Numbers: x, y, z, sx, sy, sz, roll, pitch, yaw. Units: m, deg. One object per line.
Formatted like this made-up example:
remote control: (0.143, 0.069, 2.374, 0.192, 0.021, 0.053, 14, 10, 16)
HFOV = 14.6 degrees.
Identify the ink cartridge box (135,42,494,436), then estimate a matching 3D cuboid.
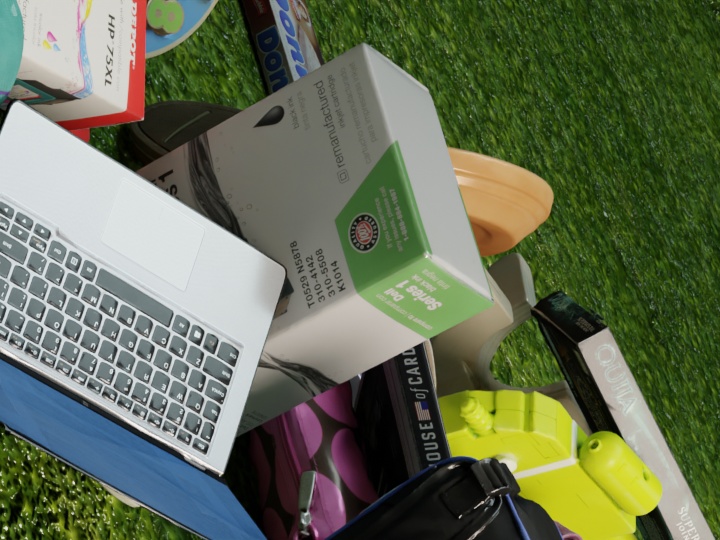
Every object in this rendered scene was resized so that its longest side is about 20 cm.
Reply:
ink cartridge box: (-0.044, -0.010, 1.561, 0.084, 0.200, 0.146, 32, 35, -54)

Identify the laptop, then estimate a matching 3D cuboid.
laptop: (-0.102, 0.034, 1.376, 0.187, 0.116, 0.200, 33, 62, -30)

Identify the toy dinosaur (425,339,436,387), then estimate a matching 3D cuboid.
toy dinosaur: (0.000, 0.000, 1.735, 0.200, 0.106, 0.060, 34, 19, 20)

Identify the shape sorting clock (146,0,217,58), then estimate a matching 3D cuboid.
shape sorting clock: (-0.136, -0.226, 1.692, 0.200, 0.039, 0.201, -9, 103, -45)

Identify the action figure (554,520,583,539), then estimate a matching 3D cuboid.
action figure: (0.097, 0.189, 1.743, 0.149, 0.134, 0.200, -91, 166, -54)

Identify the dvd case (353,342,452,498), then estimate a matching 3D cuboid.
dvd case: (0.022, 0.133, 1.654, 0.200, 0.025, 0.151, 104, -22, -53)

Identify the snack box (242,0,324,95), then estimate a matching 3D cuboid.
snack box: (-0.040, -0.119, 2.002, 0.072, 0.024, 0.200, 30, 38, -58)

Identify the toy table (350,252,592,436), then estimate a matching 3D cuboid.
toy table: (0.070, 0.076, 1.899, 0.200, 0.117, 0.184, 44, 27, -49)

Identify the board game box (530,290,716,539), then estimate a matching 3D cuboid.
board game box: (0.179, 0.115, 1.848, 0.200, 0.028, 0.135, 63, -4, -14)

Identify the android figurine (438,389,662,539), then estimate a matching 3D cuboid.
android figurine: (0.093, 0.138, 1.773, 0.200, 0.182, 0.041, 49, 35, -44)

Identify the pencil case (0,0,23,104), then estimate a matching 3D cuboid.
pencil case: (-0.237, -0.112, 1.334, 0.200, 0.085, 0.093, -12, 92, -72)

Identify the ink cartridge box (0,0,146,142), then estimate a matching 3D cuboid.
ink cartridge box: (-0.174, -0.148, 1.543, 0.200, 0.067, 0.117, 26, 61, -62)

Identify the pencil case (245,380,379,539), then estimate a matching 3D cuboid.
pencil case: (-0.038, 0.090, 1.625, 0.094, 0.091, 0.200, 33, 33, -57)

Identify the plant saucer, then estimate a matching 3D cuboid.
plant saucer: (0.026, -0.043, 1.838, 0.200, 0.200, 0.038, 29, 64, -61)

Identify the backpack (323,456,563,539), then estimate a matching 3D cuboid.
backpack: (0.032, 0.223, 1.451, 0.147, 0.200, 0.183, 47, 15, -55)

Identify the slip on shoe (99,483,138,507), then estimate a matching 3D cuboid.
slip on shoe: (-0.136, 0.028, 1.469, 0.074, 0.061, 0.200, 38, 33, -58)

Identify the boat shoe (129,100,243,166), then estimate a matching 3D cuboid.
boat shoe: (-0.052, -0.040, 1.677, 0.072, 0.200, 0.068, -46, 149, -42)
